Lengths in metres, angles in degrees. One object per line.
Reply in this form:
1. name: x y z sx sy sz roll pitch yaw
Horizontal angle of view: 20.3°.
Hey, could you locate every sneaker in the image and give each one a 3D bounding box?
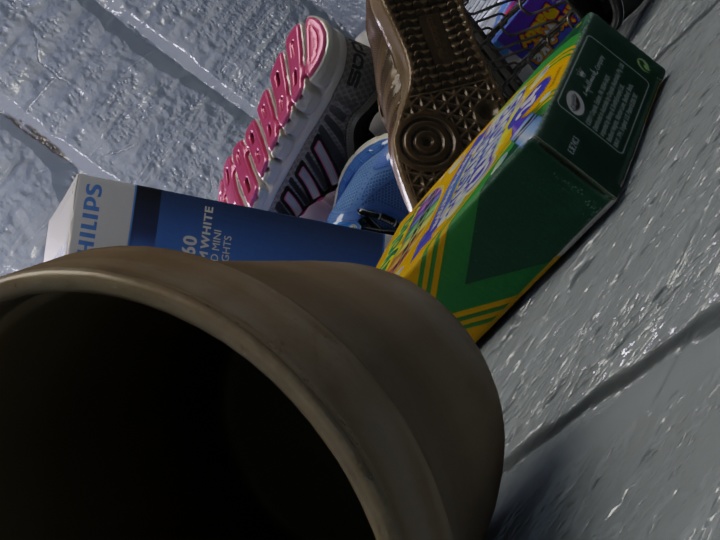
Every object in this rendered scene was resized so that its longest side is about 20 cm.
1. sneaker: 0.045 -0.092 1.173 0.076 0.070 0.202 97 167 -62
2. sneaker: 0.000 0.000 1.266 0.201 0.078 0.089 -57 14 33
3. sneaker: -0.032 -0.070 1.311 0.201 0.087 0.074 -62 28 31

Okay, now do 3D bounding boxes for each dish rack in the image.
1. dish rack: 0.078 -0.170 1.219 0.054 0.154 0.200 -31 -8 -36

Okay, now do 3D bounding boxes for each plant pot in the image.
1. plant pot: -0.035 0.077 0.659 0.200 0.200 0.173 -49 -10 29

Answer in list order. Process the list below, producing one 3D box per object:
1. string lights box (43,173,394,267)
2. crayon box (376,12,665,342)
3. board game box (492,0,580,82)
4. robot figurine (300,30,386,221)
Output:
1. string lights box: -0.073 0.005 1.123 0.103 0.198 0.060 144 135 -68
2. crayon box: 0.058 -0.018 0.976 0.200 0.051 0.126 -49 7 37
3. board game box: 0.149 -0.209 1.363 0.135 0.045 0.200 -50 7 25
4. robot figurine: 0.010 -0.086 1.400 0.200 0.113 0.170 -51 15 14
